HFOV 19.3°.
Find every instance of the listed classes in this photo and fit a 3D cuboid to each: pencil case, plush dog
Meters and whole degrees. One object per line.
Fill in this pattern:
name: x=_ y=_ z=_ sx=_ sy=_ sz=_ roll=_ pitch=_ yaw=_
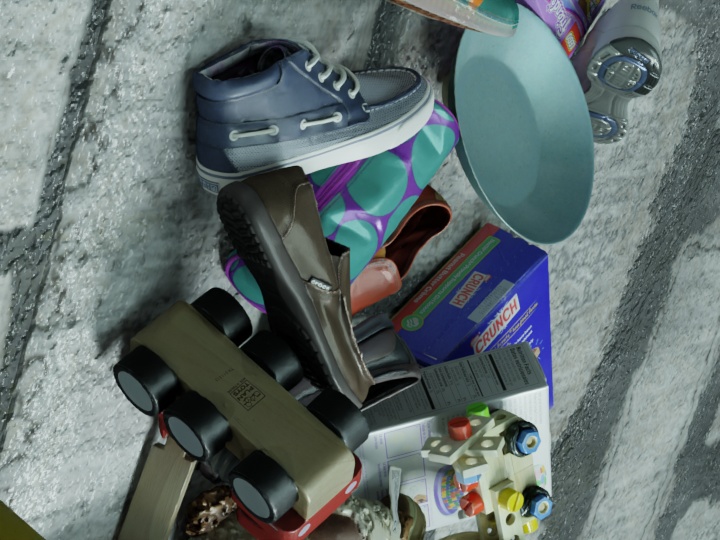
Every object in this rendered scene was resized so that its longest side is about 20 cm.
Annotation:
pencil case: x=-0.011 y=-0.053 z=1.582 sx=0.200 sy=0.085 sz=0.092 roll=-53 pitch=158 yaw=-21
plush dog: x=-0.056 y=0.229 z=1.646 sx=0.160 sy=0.172 sz=0.200 roll=-66 pitch=153 yaw=-59

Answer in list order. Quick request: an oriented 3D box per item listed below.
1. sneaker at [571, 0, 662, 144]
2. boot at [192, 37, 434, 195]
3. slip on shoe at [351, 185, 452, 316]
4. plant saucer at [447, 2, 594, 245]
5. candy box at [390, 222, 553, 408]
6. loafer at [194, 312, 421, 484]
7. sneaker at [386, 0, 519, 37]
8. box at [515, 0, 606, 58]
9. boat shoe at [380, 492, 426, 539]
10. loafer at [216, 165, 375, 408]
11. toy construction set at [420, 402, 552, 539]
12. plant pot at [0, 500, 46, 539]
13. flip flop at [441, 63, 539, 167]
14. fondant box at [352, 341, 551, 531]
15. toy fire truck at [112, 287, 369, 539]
sneaker: x=0.215 y=-0.173 z=1.823 sx=0.200 sy=0.074 sz=0.087 roll=132 pitch=-22 yaw=-63
boot: x=-0.028 y=-0.125 z=1.486 sx=0.200 sy=0.073 sz=0.090 roll=-26 pitch=131 yaw=-32
slip on shoe: x=0.000 y=0.000 z=1.667 sx=0.200 sy=0.061 sz=0.074 roll=-47 pitch=149 yaw=-26
plant saucer: x=0.120 y=-0.116 z=1.704 sx=0.201 sy=0.039 sz=0.201 roll=20 pitch=65 yaw=-50
candy box: x=0.095 y=0.089 z=1.878 sx=0.169 sy=0.077 sz=0.200 roll=-43 pitch=146 yaw=-32
loafer: x=-0.038 y=0.109 z=1.643 sx=0.200 sy=0.063 sz=0.072 roll=-36 pitch=165 yaw=-23
sneaker: x=0.060 y=-0.227 z=1.564 sx=0.200 sy=0.071 sz=0.080 roll=14 pitch=95 yaw=-52
box: x=0.166 y=-0.277 z=1.749 sx=0.137 sy=0.039 sz=0.200 roll=-57 pitch=151 yaw=-15
boat shoe: x=0.016 y=0.272 z=1.767 sx=0.063 sy=0.073 sz=0.200 roll=13 pitch=118 yaw=-21
loafer: x=-0.028 y=0.012 z=1.469 sx=0.071 sy=0.073 sz=0.200 roll=-35 pitch=125 yaw=-18
toy construction set: x=0.090 y=0.183 z=1.681 sx=0.131 sy=0.092 sz=0.200 roll=-26 pitch=131 yaw=-28
plant pot: x=-0.260 y=0.296 z=1.346 sx=0.176 sy=0.200 sz=0.200 roll=-15 pitch=125 yaw=-41
flip flop: x=0.118 y=-0.109 z=1.783 sx=0.200 sy=0.058 sz=0.081 roll=32 pitch=51 yaw=-47
fondant box: x=0.057 y=0.150 z=1.772 sx=0.200 sy=0.058 sz=0.144 roll=-13 pitch=135 yaw=-7
toy fire truck: x=-0.100 y=0.142 z=1.515 sx=0.129 sy=0.176 sz=0.200 roll=-41 pitch=160 yaw=-26
